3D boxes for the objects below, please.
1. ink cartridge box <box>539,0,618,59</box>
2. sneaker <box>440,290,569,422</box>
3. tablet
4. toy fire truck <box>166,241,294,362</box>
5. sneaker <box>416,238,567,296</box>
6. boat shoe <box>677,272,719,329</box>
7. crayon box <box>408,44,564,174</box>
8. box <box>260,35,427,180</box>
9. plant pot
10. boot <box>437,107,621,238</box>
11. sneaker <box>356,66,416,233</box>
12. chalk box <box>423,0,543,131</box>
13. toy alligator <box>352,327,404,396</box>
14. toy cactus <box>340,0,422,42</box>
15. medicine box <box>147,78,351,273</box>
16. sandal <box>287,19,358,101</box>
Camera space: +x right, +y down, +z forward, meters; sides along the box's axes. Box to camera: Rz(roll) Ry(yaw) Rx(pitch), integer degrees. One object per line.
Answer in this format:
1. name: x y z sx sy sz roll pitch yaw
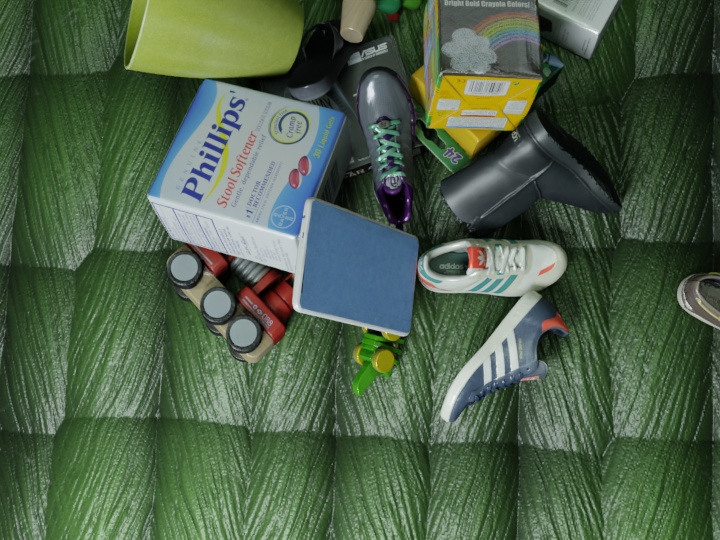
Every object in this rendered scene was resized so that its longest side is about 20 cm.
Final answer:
1. ink cartridge box: 0.254 -0.398 1.002 0.198 0.083 0.147 30 88 11
2. sneaker: 0.185 0.125 0.957 0.084 0.075 0.201 39 90 15
3. tablet: 0.000 0.000 0.915 0.013 0.198 0.133 -3 76 44
4. toy fire truck: -0.136 -0.006 1.011 0.200 0.129 0.176 -43 83 -16
5. sneaker: 0.166 -0.005 0.966 0.195 0.093 0.072 -2 83 9
6. boat shoe: 0.490 0.059 0.926 0.197 0.060 0.073 27 87 11
7. crayon box: 0.152 -0.239 0.990 0.200 0.052 0.126 -42 80 -14
8. box: -0.023 -0.211 1.043 0.196 0.044 0.163 -17 82 7
9. plant pot: -0.177 -0.319 0.955 0.197 0.186 0.191 11 84 -25
10. boot: 0.216 -0.099 0.973 0.167 0.198 0.077 -37 40 32
11. sneaker: 0.042 -0.149 0.952 0.073 0.088 0.203 -12 126 2
12. chalk box: 0.142 -0.288 0.915 0.122 0.124 0.204 2 71 -2
13. toy alligator: 0.040 0.070 1.000 0.054 0.059 0.204 21 82 -32
14. toy cactus: -0.001 -0.381 1.000 0.101 0.199 0.168 1 69 39
15. medicine box: -0.132 -0.118 0.949 0.196 0.103 0.185 15 67 10
16. sandal: -0.048 -0.289 0.994 0.075 0.202 0.043 -10 127 17
